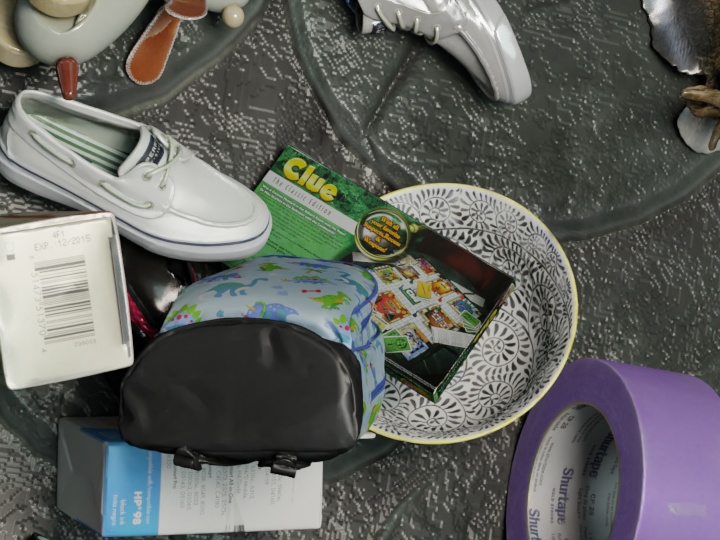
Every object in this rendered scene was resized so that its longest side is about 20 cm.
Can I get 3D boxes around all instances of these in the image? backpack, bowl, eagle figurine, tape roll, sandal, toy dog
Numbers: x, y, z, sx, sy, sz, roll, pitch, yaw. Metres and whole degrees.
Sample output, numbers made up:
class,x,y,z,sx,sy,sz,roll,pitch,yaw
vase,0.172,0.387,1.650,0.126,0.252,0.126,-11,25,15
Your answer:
class,x,y,z,sx,sy,sz,roll,pitch,yaw
backpack,-0.053,0.060,1.496,0.162,0.200,0.155,0,83,16
bowl,0.060,0.047,1.648,0.199,0.094,0.202,-4,65,7
eagle figurine,0.297,-0.202,1.768,0.152,0.150,0.202,45,32,-58
tape roll,0.189,0.168,1.667,0.084,0.200,0.202,10,87,-22
sandal,-0.144,0.009,1.567,0.074,0.045,0.202,0,70,-24
toy dog,-0.156,-0.169,1.563,0.198,0.132,0.097,-17,75,-13

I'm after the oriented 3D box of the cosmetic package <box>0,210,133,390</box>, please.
class,x,y,z,sx,sy,sz,roll,pitch,yaw
cosmetic package,-0.221,0.015,1.486,0.087,0.200,0.104,-10,97,-23

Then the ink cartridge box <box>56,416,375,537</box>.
class,x,y,z,sx,sy,sz,roll,pitch,yaw
ink cartridge box,-0.100,0.140,1.584,0.198,0.116,0.067,1,94,-23

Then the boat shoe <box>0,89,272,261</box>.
class,x,y,z,sx,sy,sz,roll,pitch,yaw
boat shoe,-0.152,-0.064,1.553,0.198,0.067,0.074,16,51,-8

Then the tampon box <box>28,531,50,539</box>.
class,x,y,z,sx,sy,sz,roll,pitch,yaw
tampon box,-0.160,0.284,1.525,0.199,0.150,0.127,32,84,-13

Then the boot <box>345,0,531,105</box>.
class,x,y,z,sx,sy,sz,roll,pitch,yaw
boot,0.040,-0.192,1.675,0.095,0.074,0.201,-32,95,-14

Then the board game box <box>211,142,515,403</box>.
class,x,y,z,sx,sy,sz,roll,pitch,yaw
board game box,0.000,0.000,1.614,0.199,0.023,0.105,32,77,19
